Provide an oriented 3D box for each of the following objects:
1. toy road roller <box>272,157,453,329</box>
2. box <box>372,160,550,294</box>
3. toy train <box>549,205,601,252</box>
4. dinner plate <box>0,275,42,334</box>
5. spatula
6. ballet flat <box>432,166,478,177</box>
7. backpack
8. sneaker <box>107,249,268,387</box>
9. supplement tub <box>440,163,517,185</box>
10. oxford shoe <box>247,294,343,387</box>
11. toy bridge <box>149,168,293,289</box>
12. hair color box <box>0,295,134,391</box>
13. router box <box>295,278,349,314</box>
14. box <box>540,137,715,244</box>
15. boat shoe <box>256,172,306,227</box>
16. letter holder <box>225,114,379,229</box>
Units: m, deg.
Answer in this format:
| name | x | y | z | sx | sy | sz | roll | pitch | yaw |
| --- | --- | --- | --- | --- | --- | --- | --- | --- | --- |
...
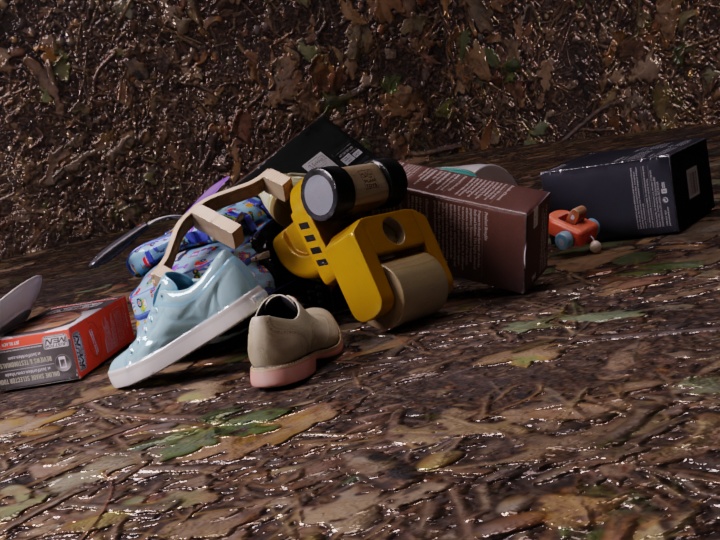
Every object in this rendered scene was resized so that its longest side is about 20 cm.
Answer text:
| name | x | y | z | sx | sy | sz | roll | pitch | yaw |
| --- | --- | --- | --- | --- | --- | --- | --- | --- | --- |
| toy road roller | -0.007 | -0.020 | 1.305 | 0.122 | 0.201 | 0.146 | -14 | -16 | -47 |
| box | 0.112 | -0.053 | 1.361 | 0.199 | 0.101 | 0.075 | 16 | 34 | 29 |
| toy train | 0.205 | -0.057 | 1.502 | 0.199 | 0.056 | 0.150 | -20 | 37 | -35 |
| dinner plate | -0.433 | 0.082 | 1.366 | 0.200 | 0.024 | 0.200 | -45 | 1 | 1 |
| spatula | -0.233 | -0.054 | 1.382 | 0.199 | 0.021 | 0.056 | -33 | 9 | -31 |
| ballet flat | 0.058 | -0.080 | 1.526 | 0.199 | 0.070 | 0.071 | -18 | -17 | -11 |
| backpack | -0.180 | 0.016 | 1.348 | 0.182 | 0.135 | 0.200 | -20 | 10 | 26 |
| sneaker | -0.185 | 0.045 | 1.200 | 0.199 | 0.082 | 0.074 | -31 | 0 | 19 |
| supplement tub | 0.112 | -0.076 | 1.650 | 0.131 | 0.133 | 0.199 | -17 | 11 | -40 |
| oxford shoe | -0.061 | 0.055 | 1.163 | 0.070 | 0.074 | 0.200 | -9 | 8 | 10 |
| toy bridge | -0.155 | -0.049 | 1.281 | 0.067 | 0.027 | 0.200 | 26 | 54 | 27 |
| hair color box | -0.345 | 0.082 | 1.394 | 0.101 | 0.062 | 0.200 | -9 | 9 | 7 |
| router box | 0.000 | 0.000 | 1.507 | 0.149 | 0.063 | 0.200 | -12 | 8 | -19 |
| box | 0.373 | -0.111 | 1.652 | 0.181 | 0.105 | 0.200 | -4 | 10 | 32 |
| boat shoe | -0.032 | -0.080 | 1.418 | 0.200 | 0.074 | 0.063 | 3 | 29 | -38 |
| letter holder | -0.087 | -0.078 | 1.529 | 0.200 | 0.100 | 0.142 | -43 | -14 | -37 |
